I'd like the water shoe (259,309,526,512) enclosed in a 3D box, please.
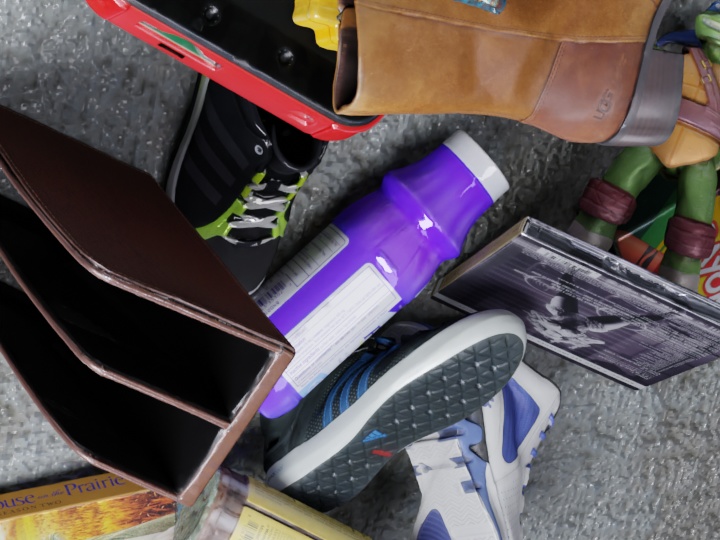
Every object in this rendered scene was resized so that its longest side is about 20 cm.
[{"bbox_3d":[0.010,0.066,1.370,0.200,0.079,0.071,-38,142,25],"label":"water shoe"}]

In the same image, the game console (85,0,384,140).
[{"bbox_3d":[-0.045,-0.180,1.198,0.199,0.031,0.178,28,71,-32],"label":"game console"}]

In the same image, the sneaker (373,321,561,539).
[{"bbox_3d":[0.085,0.118,1.445,0.115,0.080,0.201,-16,96,-44],"label":"sneaker"}]

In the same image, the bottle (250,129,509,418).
[{"bbox_3d":[0.000,0.000,1.354,0.200,0.084,0.065,-42,101,-3],"label":"bottle"}]

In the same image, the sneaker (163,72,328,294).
[{"bbox_3d":[-0.060,-0.063,1.279,0.071,0.083,0.201,-6,121,-27],"label":"sneaker"}]

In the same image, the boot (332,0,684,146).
[{"bbox_3d":[0.075,-0.164,1.210,0.199,0.068,0.190,7,90,-24],"label":"boot"}]

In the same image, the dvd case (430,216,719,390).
[{"bbox_3d":[0.134,0.023,1.355,0.148,0.200,0.016,24,74,-7],"label":"dvd case"}]

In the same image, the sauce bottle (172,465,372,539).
[{"bbox_3d":[-0.015,0.185,1.373,0.199,0.065,0.065,30,102,-16],"label":"sauce bottle"}]

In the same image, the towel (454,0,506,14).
[{"bbox_3d":[0.026,-0.244,1.164,0.146,0.022,0.202,15,75,-16],"label":"towel"}]

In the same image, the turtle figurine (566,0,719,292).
[{"bbox_3d":[0.188,-0.072,1.341,0.143,0.200,0.195,22,92,-26],"label":"turtle figurine"}]

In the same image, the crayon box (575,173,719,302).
[{"bbox_3d":[0.248,-0.033,1.502,0.199,0.051,0.127,-32,129,-11],"label":"crayon box"}]

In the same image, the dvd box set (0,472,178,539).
[{"bbox_3d":[-0.205,0.199,1.374,0.198,0.029,0.147,-9,120,-19],"label":"dvd box set"}]

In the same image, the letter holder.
[{"bbox_3d":[-0.150,0.010,1.194,0.142,0.200,0.101,27,103,-39],"label":"letter holder"}]

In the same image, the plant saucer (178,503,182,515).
[{"bbox_3d":[-0.146,0.203,1.435,0.069,0.019,0.201,7,114,-33],"label":"plant saucer"}]

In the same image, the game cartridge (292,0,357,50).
[{"bbox_3d":[0.048,-0.208,1.228,0.175,0.032,0.202,7,83,-35],"label":"game cartridge"}]
